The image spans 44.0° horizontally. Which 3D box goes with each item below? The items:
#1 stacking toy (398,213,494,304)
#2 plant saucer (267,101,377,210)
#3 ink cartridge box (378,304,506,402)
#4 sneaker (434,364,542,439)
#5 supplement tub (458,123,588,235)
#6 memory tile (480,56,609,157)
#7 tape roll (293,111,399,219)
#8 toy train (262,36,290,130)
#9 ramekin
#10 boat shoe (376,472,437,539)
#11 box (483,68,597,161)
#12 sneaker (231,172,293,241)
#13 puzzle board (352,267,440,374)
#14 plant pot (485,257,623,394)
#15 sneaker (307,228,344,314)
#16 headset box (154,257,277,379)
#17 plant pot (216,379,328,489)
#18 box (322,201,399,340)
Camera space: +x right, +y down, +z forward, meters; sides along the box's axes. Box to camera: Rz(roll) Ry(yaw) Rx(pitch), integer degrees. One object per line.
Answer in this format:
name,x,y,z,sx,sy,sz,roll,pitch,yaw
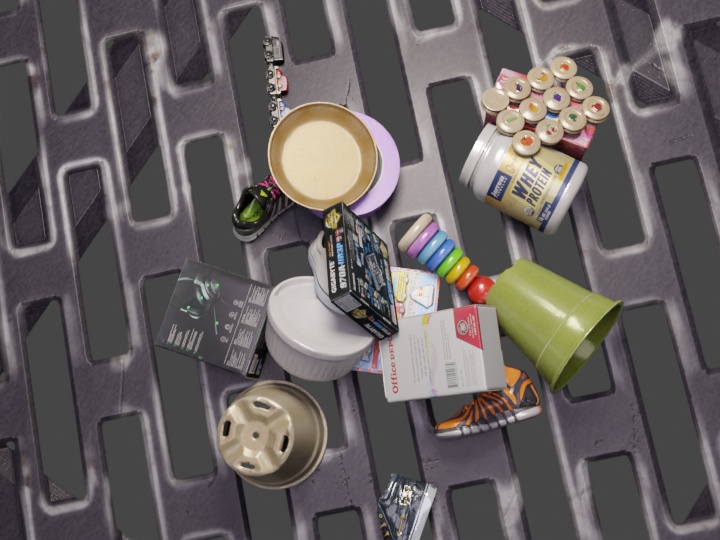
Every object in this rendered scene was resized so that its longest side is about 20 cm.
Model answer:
stacking toy,0.167,-0.011,1.643,0.200,0.085,0.085,42,87,3
plant saucer,-0.069,-0.202,1.607,0.199,0.035,0.201,2,80,-10
ink cartridge box,0.140,0.147,1.555,0.199,0.083,0.147,-12,80,33
sneaker,0.217,0.233,1.601,0.199,0.078,0.113,-15,76,-8
supplement tub,0.293,-0.168,1.615,0.199,0.144,0.145,28,84,9
memory tile,0.328,-0.294,1.582,0.199,0.017,0.154,-27,69,-12
tape roll,-0.029,-0.193,1.665,0.199,0.066,0.201,2,80,-11
toy train,-0.163,-0.365,1.748,0.046,0.034,0.201,-4,80,-8
ramekin,-0.078,0.109,1.590,0.202,0.202,0.095,29,127,9
boat shoe,0.062,0.464,1.578,0.090,0.071,0.201,19,76,9
box,0.336,-0.286,1.652,0.199,0.100,0.096,21,83,8
sneaker,-0.173,-0.142,1.684,0.074,0.087,0.200,42,87,10
puzzle board,0.065,0.094,1.660,0.150,0.017,0.201,6,82,7
plant pot,0.324,0.080,1.567,0.190,0.200,0.200,38,86,23
sneaker,-0.049,-0.002,1.608,0.073,0.071,0.200,1,38,-27
headset box,-0.263,0.088,1.652,0.199,0.093,0.175,17,83,9
plant pot,-0.168,0.290,1.566,0.199,0.184,0.202,-1,81,6
box,0.000,0.000,1.559,0.046,0.159,0.201,-24,50,23
